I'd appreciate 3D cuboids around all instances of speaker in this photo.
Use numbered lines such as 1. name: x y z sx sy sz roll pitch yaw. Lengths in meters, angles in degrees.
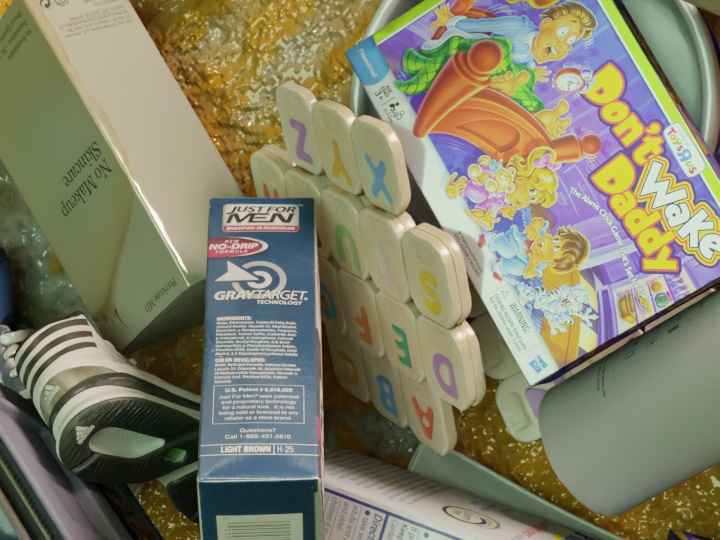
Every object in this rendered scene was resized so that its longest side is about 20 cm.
1. speaker: 0.187 0.053 0.931 0.200 0.081 0.081 -35 80 36

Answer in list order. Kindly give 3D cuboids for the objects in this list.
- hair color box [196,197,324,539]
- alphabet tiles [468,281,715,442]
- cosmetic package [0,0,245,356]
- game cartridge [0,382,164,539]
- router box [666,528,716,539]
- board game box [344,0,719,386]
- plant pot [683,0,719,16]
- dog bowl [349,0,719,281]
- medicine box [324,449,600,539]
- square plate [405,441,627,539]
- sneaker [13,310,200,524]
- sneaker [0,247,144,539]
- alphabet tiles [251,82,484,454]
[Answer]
1. hair color box: -0.049 0.063 0.930 0.060 0.200 0.100 -1 133 -2
2. alphabet tiles: 0.149 0.008 1.025 0.195 0.015 0.200 -26 82 17
3. cosmetic package: -0.146 -0.063 1.071 0.104 0.073 0.200 -42 75 46
4. game cartridge: -0.144 0.139 0.966 0.038 0.130 0.200 -45 55 6
5. router box: 0.212 0.253 0.953 0.157 0.052 0.200 16 95 -10
6. board game box: 0.099 -0.061 0.926 0.134 0.045 0.200 -32 80 16
7. plant pot: 0.243 -0.208 0.887 0.199 0.200 0.177 21 118 -5
8. dog bowl: 0.100 -0.088 0.992 0.200 0.079 0.201 0 89 19
9. medicine box: 0.037 0.217 0.988 0.200 0.103 0.183 18 96 17
10. square plate: 0.086 0.226 1.040 0.200 0.028 0.198 25 98 16
11. sneaker: -0.117 0.075 1.039 0.076 0.200 0.115 -48 52 9
12. sneaker: -0.196 0.090 1.113 0.146 0.081 0.200 11 89 7
13. alphabet tiles: 0.000 0.000 0.991 0.200 0.015 0.196 30 138 52
